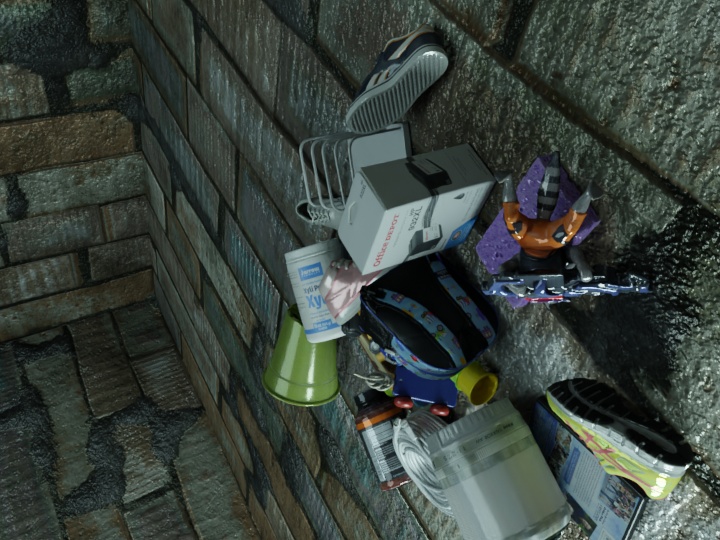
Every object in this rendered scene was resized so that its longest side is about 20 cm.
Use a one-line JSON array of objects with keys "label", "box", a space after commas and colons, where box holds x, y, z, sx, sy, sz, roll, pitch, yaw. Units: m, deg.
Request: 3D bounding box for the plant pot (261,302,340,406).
[{"label": "plant pot", "box": [-0.130, 0.187, 1.550, 0.200, 0.197, 0.194, 38, 126, 48]}]

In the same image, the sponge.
[{"label": "sponge", "box": [0.232, -0.046, 0.878, 0.113, 0.029, 0.201, 60, 150, 24]}]

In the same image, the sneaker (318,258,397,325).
[{"label": "sneaker", "box": [0.000, 0.000, 1.193, 0.200, 0.075, 0.105, -43, 77, 20]}]

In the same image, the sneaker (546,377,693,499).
[{"label": "sneaker", "box": [0.313, 0.214, 0.818, 0.199, 0.077, 0.092, 38, 139, 48]}]

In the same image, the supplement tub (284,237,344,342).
[{"label": "supplement tub", "box": [-0.081, 0.044, 1.409, 0.131, 0.130, 0.204, -12, 95, 63]}]

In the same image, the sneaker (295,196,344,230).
[{"label": "sneaker", "box": [-0.075, -0.117, 1.375, 0.199, 0.070, 0.075, 15, 118, 59]}]

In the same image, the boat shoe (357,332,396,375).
[{"label": "boat shoe", "box": [0.019, 0.137, 1.342, 0.202, 0.071, 0.072, 58, 149, 17]}]

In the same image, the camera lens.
[{"label": "camera lens", "box": [0.201, 0.312, 0.953, 0.203, 0.157, 0.160, 65, 151, 18]}]

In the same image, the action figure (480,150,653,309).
[{"label": "action figure", "box": [0.245, -0.031, 0.771, 0.196, 0.196, 0.106, 80, -160, -44]}]

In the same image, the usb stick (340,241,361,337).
[{"label": "usb stick", "box": [-0.019, 0.034, 1.305, 0.032, 0.055, 0.204, -16, 64, 31]}]

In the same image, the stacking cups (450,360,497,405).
[{"label": "stacking cups", "box": [0.148, 0.151, 1.110, 0.199, 0.060, 0.062, 38, 137, 49]}]

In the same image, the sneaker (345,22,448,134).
[{"label": "sneaker", "box": [0.052, -0.295, 1.000, 0.199, 0.078, 0.081, -33, 52, 35]}]

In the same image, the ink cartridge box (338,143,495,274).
[{"label": "ink cartridge box", "box": [0.081, -0.091, 0.953, 0.084, 0.197, 0.146, 58, 149, 27]}]

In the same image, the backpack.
[{"label": "backpack", "box": [0.113, 0.085, 1.031, 0.200, 0.181, 0.136, 43, 150, 25]}]

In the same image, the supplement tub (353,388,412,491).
[{"label": "supplement tub", "box": [0.053, 0.345, 1.350, 0.107, 0.105, 0.203, -43, 66, 60]}]

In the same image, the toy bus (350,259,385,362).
[{"label": "toy bus", "box": [0.035, 0.070, 1.253, 0.077, 0.065, 0.203, -28, 77, 23]}]

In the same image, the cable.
[{"label": "cable", "box": [0.139, 0.355, 1.191, 0.200, 0.069, 0.201, 46, 154, 20]}]

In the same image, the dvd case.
[{"label": "dvd case", "box": [0.312, 0.296, 0.927, 0.200, 0.017, 0.145, 45, 141, 45]}]

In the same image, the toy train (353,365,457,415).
[{"label": "toy train", "box": [0.067, 0.204, 1.164, 0.116, 0.196, 0.086, 143, 140, -70]}]

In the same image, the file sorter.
[{"label": "file sorter", "box": [-0.008, -0.180, 1.157, 0.199, 0.123, 0.142, 16, 120, 58]}]
